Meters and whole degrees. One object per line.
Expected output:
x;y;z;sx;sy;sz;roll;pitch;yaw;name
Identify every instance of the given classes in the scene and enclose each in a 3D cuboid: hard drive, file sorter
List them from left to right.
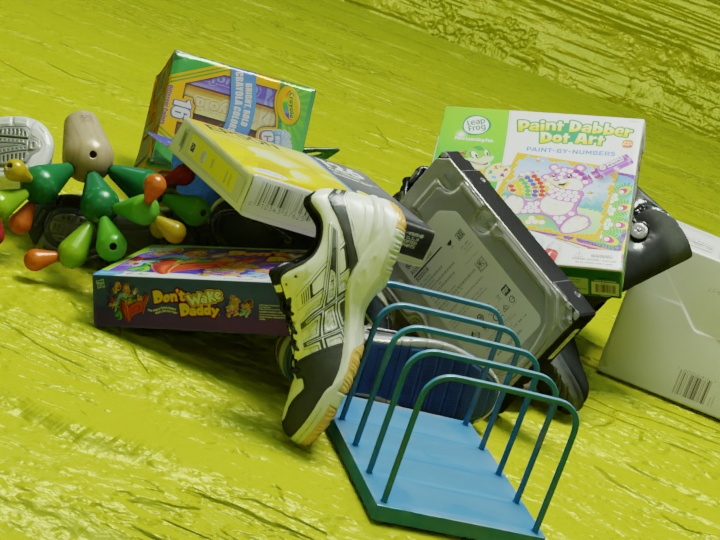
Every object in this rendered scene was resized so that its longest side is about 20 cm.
0.067;0.106;1.388;0.139;0.123;0.200;13;18;-19;file sorter
0.099;0.011;1.593;0.038;0.140;0.200;-4;51;-53;hard drive

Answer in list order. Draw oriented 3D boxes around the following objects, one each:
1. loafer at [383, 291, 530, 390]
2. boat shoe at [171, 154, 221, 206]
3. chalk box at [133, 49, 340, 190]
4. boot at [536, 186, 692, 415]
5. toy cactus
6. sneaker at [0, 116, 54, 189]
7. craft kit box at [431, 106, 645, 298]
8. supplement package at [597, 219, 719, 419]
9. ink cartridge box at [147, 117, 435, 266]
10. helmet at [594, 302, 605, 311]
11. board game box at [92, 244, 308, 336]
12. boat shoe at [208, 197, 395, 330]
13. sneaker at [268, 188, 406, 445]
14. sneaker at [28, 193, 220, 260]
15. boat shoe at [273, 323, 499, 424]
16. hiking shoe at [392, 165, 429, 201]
0.086;0.055;1.673;0.200;0.068;0.076;30;20;35;loafer
-0.108;-0.040;1.702;0.200;0.084;0.069;56;10;0;boat shoe
-0.125;-0.137;1.897;0.200;0.124;0.125;15;-11;-13;chalk box
0.230;0.024;1.698;0.200;0.066;0.165;-27;69;-20;boot
-0.233;-0.079;1.551;0.200;0.102;0.165;-8;49;-14;toy cactus
-0.373;-0.088;1.631;0.200;0.078;0.099;4;-26;2;sneaker
0.162;-0.068;1.706;0.200;0.049;0.198;4;48;12;craft kit box
0.365;0.058;1.829;0.200;0.156;0.111;22;17;10;supplement package
-0.061;-0.079;1.578;0.198;0.047;0.200;14;18;-35;ink cartridge box
0.178;-0.032;1.838;0.200;0.200;0.191;28;49;27;helmet
-0.107;0.015;1.508;0.200;0.045;0.134;2;12;14;board game box
-0.056;0.009;1.608;0.200;0.075;0.062;42;28;-13;boat shoe
-0.036;0.032;1.386;0.088;0.200;0.076;19;-4;-10;sneaker
-0.204;-0.037;1.643;0.200;0.075;0.087;16;11;-15;sneaker
0.022;0.078;1.521;0.200;0.072;0.072;17;9;-20;boat shoe
0.072;-0.069;2.006;0.076;0.101;0.200;18;16;-8;hiking shoe
